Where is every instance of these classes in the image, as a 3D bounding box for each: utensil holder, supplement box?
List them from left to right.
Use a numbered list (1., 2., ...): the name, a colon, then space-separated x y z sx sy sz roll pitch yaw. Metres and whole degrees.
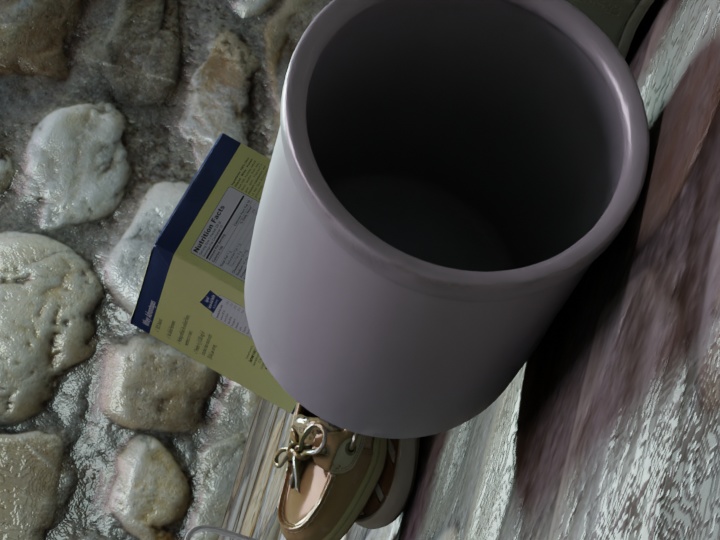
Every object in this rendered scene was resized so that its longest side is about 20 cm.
1. supplement box: -0.089 0.010 1.964 0.134 0.199 0.200 -61 -1 -26
2. utensil holder: 0.031 -0.027 1.030 0.200 0.169 0.170 113 173 -63

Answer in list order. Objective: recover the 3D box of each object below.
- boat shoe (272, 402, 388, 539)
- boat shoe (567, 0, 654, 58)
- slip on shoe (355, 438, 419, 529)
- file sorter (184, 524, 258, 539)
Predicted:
1. boat shoe: -0.018 0.087 1.384 0.073 0.063 0.201 -1 66 46
2. boat shoe: 0.118 -0.148 1.090 0.201 0.072 0.061 -53 15 56
3. slip on shoe: 0.015 0.099 1.447 0.076 0.061 0.200 -40 36 22
4. file sorter: -0.108 0.319 1.624 0.139 0.124 0.200 -78 7 -55
